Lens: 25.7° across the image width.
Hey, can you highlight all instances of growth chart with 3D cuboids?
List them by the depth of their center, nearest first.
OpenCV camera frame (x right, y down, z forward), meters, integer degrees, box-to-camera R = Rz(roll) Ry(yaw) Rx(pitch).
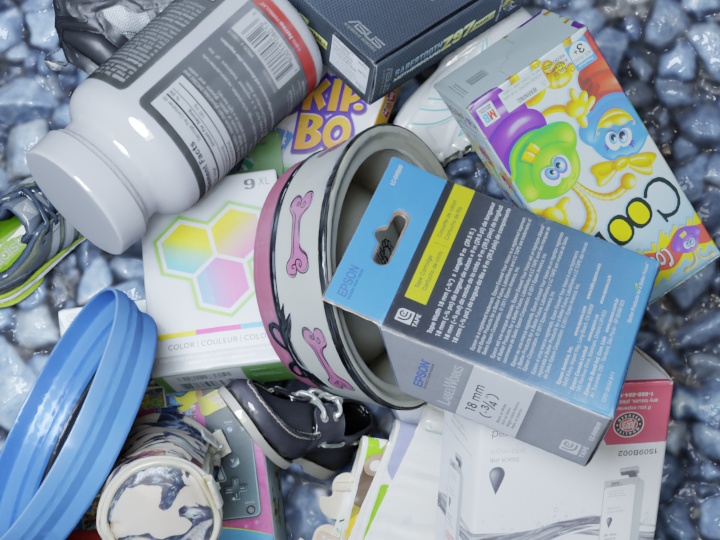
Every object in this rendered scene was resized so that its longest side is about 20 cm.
[{"bbox_3d":[0.042,0.181,1.184,0.145,0.018,0.200,26,103,-14],"label":"growth chart"}]

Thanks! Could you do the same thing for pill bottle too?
[{"bbox_3d":[-0.131,-0.113,1.109,0.116,0.116,0.200,43,70,3],"label":"pill bottle"}]

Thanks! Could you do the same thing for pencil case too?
[{"bbox_3d":[-0.133,0.146,1.075,0.089,0.200,0.078,-33,97,-3],"label":"pencil case"}]

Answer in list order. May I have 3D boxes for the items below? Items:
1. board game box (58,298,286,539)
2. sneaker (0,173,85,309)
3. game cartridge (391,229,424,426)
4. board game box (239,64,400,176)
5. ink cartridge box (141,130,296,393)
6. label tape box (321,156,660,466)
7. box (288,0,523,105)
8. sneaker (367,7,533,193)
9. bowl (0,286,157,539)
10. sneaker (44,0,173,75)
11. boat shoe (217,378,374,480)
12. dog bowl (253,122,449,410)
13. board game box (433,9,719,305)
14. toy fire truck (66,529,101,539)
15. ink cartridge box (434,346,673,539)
[{"bbox_3d":[-0.142,0.120,1.208,0.147,0.064,0.200,-8,88,4],"label":"board game box"},{"bbox_3d":[-0.235,-0.049,1.209,0.074,0.081,0.200,42,90,3],"label":"sneaker"},{"bbox_3d":[0.073,0.057,1.214,0.133,0.041,0.200,-23,87,-2],"label":"game cartridge"},{"bbox_3d":[-0.035,-0.099,1.216,0.095,0.030,0.200,20,87,23],"label":"board game box"},{"bbox_3d":[-0.104,-0.016,1.159,0.104,0.059,0.200,-7,72,4],"label":"ink cartridge box"},{"bbox_3d":[0.085,0.025,1.059,0.200,0.063,0.144,22,50,5],"label":"label tape box"},{"bbox_3d":[0.001,-0.233,1.164,0.158,0.051,0.200,-34,68,-25],"label":"box"},{"bbox_3d":[0.075,-0.118,1.203,0.080,0.070,0.200,35,89,1],"label":"sneaker"},{"bbox_3d":[-0.201,0.108,1.089,0.039,0.201,0.201,28,90,-19],"label":"bowl"},{"bbox_3d":[-0.145,-0.184,1.218,0.200,0.075,0.114,8,103,-7],"label":"sneaker"},{"bbox_3d":[-0.042,0.102,1.138,0.063,0.200,0.073,-40,67,4],"label":"boat shoe"},{"bbox_3d":[0.000,0.000,1.114,0.074,0.200,0.200,-5,87,32],"label":"dog bowl"},{"bbox_3d":[0.157,-0.074,1.148,0.103,0.105,0.200,-34,109,1],"label":"board game box"},{"bbox_3d":[-0.190,0.265,1.152,0.200,0.112,0.168,-1,114,2],"label":"toy fire truck"},{"bbox_3d":[0.136,0.161,1.138,0.146,0.083,0.200,-2,108,-14],"label":"ink cartridge box"}]
